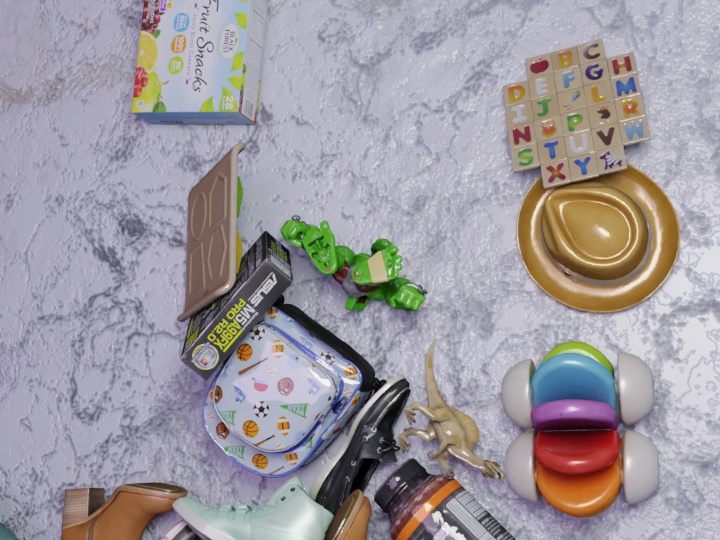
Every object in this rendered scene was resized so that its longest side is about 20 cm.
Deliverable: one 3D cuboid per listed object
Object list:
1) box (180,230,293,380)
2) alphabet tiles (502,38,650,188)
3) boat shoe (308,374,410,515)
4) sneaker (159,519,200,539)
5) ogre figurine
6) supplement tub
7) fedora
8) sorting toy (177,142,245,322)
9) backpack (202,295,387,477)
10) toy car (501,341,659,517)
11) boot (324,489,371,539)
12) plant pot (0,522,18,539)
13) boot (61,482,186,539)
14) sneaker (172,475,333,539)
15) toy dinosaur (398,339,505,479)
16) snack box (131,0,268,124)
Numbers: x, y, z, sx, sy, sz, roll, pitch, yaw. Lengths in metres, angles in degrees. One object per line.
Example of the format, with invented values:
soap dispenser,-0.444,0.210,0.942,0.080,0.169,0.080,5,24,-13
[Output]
box,-0.153,0.038,1.358,0.044,0.200,0.160,40,95,-11
alphabet tiles,0.259,-0.193,1.319,0.165,0.006,0.201,-12,57,17
boat shoe,0.014,0.223,1.333,0.066,0.074,0.200,39,97,25
sneaker,-0.235,0.413,1.390,0.087,0.074,0.201,26,95,20
ogre figurine,0.000,0.000,1.351,0.198,0.120,0.099,8,80,18
supplement tub,0.107,0.315,1.274,0.200,0.107,0.107,42,96,20
fedora,0.276,-0.049,1.287,0.199,0.082,0.203,-3,80,18
sorting toy,-0.188,-0.045,1.403,0.036,0.185,0.202,11,71,-24
backpack,-0.098,0.159,1.349,0.199,0.154,0.191,36,103,17
toy car,0.243,0.178,1.226,0.173,0.150,0.202,-4,80,18
boot,0.022,0.377,1.290,0.154,0.077,0.202,19,74,-8
plant pot,-0.533,0.407,1.428,0.160,0.201,0.202,26,90,8
boot,-0.306,0.360,1.423,0.199,0.074,0.156,-11,77,29
sneaker,-0.127,0.297,1.329,0.199,0.074,0.119,21,66,23
toy dinosaur,0.096,0.184,1.314,0.201,0.100,0.058,60,141,29
snack box,-0.220,-0.306,1.499,0.167,0.068,0.202,3,84,19
